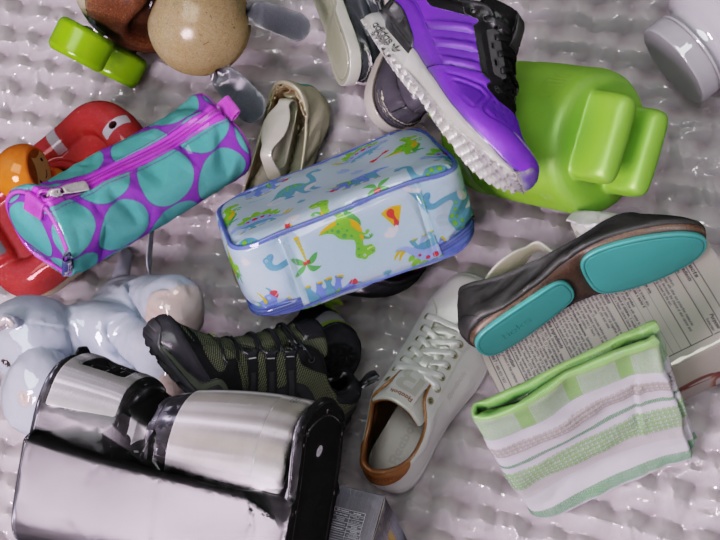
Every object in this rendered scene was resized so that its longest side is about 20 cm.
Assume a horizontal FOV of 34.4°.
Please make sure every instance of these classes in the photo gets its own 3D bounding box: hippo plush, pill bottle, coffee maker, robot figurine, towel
[{"bbox_3d":[-0.228,0.056,0.976,0.160,0.159,0.201,-6,74,-32],"label":"hippo plush"},{"bbox_3d":[0.337,-0.231,0.962,0.200,0.112,0.113,-38,71,2],"label":"pill bottle"},{"bbox_3d":[-0.128,0.163,0.793,0.199,0.135,0.193,8,66,15],"label":"coffee maker"},{"bbox_3d":[0.149,-0.111,0.949,0.200,0.175,0.116,18,94,49],"label":"robot figurine"},{"bbox_3d":[0.173,0.121,0.870,0.149,0.200,0.031,-28,54,5],"label":"towel"}]

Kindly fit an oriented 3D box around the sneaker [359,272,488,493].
[{"bbox_3d":[0.059,0.089,0.966,0.073,0.085,0.200,20,81,19],"label":"sneaker"}]

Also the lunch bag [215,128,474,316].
[{"bbox_3d":[-0.014,-0.044,0.954,0.200,0.161,0.083,-22,113,-6],"label":"lunch bag"}]

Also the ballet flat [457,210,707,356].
[{"bbox_3d":[0.161,-0.007,0.891,0.200,0.068,0.069,-25,50,7],"label":"ballet flat"}]

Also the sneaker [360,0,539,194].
[{"bbox_3d":[0.087,-0.151,0.864,0.099,0.070,0.200,-36,62,3],"label":"sneaker"}]

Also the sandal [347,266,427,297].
[{"bbox_3d":[-0.001,0.000,1.017,0.200,0.075,0.048,-17,112,6],"label":"sandal"}]

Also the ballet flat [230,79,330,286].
[{"bbox_3d":[-0.081,-0.079,1.051,0.069,0.069,0.201,11,80,16],"label":"ballet flat"}]

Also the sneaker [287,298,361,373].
[{"bbox_3d":[-0.081,0.105,1.017,0.200,0.072,0.083,-42,43,2],"label":"sneaker"}]

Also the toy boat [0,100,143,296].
[{"bbox_3d":[-0.283,-0.075,1.060,0.200,0.131,0.131,-39,67,2],"label":"toy boat"}]

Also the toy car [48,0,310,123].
[{"bbox_3d":[-0.149,-0.226,1.064,0.200,0.158,0.165,29,94,10],"label":"toy car"}]

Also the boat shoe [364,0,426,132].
[{"bbox_3d":[0.059,-0.216,1.029,0.063,0.073,0.200,-15,54,51],"label":"boat shoe"}]

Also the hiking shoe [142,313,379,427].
[{"bbox_3d":[-0.079,0.070,0.919,0.101,0.200,0.076,-56,34,-1],"label":"hiking shoe"}]

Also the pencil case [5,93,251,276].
[{"bbox_3d":[-0.191,-0.074,0.982,0.200,0.092,0.085,-35,72,-28],"label":"pencil case"}]

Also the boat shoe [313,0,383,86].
[{"bbox_3d":[-0.005,-0.264,1.080,0.066,0.075,0.200,-6,65,-19],"label":"boat shoe"}]

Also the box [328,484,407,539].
[{"bbox_3d":[-0.068,0.202,0.927,0.199,0.158,0.048,10,64,16],"label":"box"}]

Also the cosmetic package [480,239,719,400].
[{"bbox_3d":[0.205,0.063,0.928,0.200,0.087,0.104,-26,58,7],"label":"cosmetic package"}]
